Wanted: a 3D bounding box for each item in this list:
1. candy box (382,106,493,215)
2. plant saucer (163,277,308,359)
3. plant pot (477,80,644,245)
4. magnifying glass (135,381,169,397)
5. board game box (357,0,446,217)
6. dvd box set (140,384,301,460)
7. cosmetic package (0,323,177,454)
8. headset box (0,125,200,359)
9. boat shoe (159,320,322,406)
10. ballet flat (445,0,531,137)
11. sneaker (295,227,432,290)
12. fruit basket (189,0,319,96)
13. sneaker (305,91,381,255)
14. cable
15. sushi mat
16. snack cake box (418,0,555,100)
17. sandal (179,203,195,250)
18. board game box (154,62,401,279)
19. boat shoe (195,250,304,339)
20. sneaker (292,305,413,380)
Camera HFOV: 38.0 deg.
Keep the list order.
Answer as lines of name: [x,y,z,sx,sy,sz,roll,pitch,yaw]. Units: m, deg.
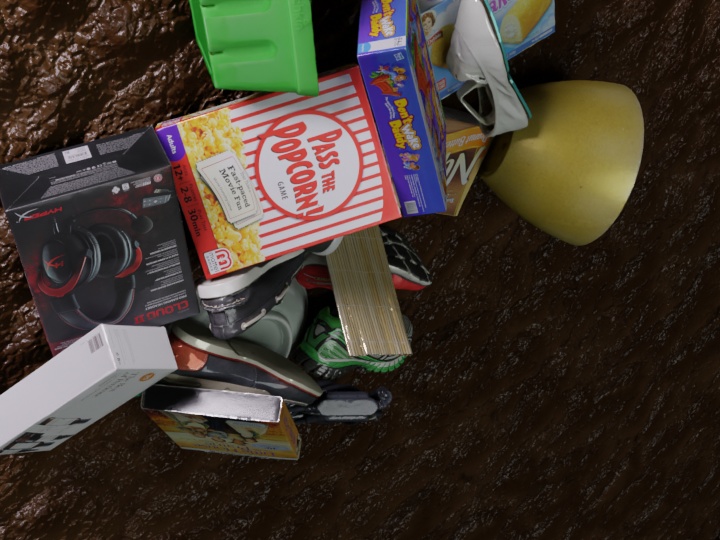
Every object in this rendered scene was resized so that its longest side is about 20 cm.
candy box: [0.055,-0.133,1.187,0.199,0.055,0.116,4,118,-45]
plant saucer: [-0.134,0.082,1.191,0.199,0.050,0.201,-24,134,-27]
plant pot: [0.222,-0.143,1.251,0.141,0.200,0.201,12,115,-19]
magnifying glass: [-0.229,0.116,1.113,0.199,0.022,0.080,14,126,-31]
board game box: [0.044,-0.171,1.003,0.044,0.135,0.201,-7,138,12]
dvd box set: [-0.145,0.168,1.135,0.200,0.145,0.030,85,11,-69]
cosmetic package: [-0.276,0.118,1.008,0.199,0.051,0.082,-32,161,28]
headset box: [-0.238,-0.016,0.973,0.148,0.075,0.201,-17,133,-16]
boat shoe: [-0.129,0.113,1.120,0.199,0.071,0.063,24,98,-36]
ballet flat: [0.126,-0.206,1.089,0.069,0.069,0.200,-43,142,-6]
sneaker: [0.001,-0.003,1.247,0.199,0.077,0.085,10,133,-43]
fruit basket: [-0.055,-0.274,0.914,0.214,0.156,0.217,-12,132,-13]
sneaker: [-0.042,-0.112,1.069,0.099,0.070,0.201,2,110,-53]
cable: [-0.068,0.163,1.265,0.198,0.163,0.051,-1,79,-18]
sushi mat: [0.000,0.000,1.156,0.095,0.201,0.012,1,158,-41]
snack cake box: [0.114,-0.273,1.119,0.199,0.067,0.115,-33,140,-19]
sandal: [-0.124,-0.070,1.080,0.199,0.043,0.076,-26,136,-26]
board game box: [-0.076,-0.096,0.998,0.199,0.046,0.152,-18,106,-2]
boat shoe: [-0.106,0.016,1.086,0.200,0.073,0.061,-45,126,-69]
sneaker: [0.008,0.077,1.275,0.199,0.078,0.086,-8,131,-56]
